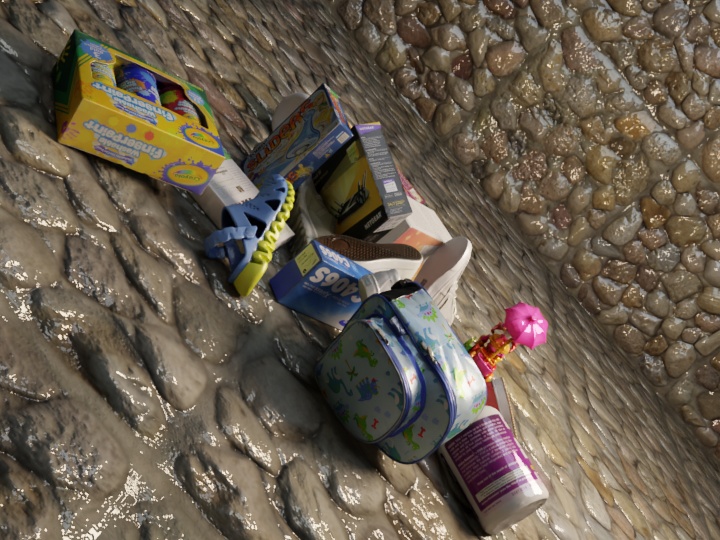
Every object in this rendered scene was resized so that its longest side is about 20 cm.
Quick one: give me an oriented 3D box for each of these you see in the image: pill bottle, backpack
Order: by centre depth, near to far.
[{"bbox_3d":[0.047,0.144,1.084,0.146,0.183,0.201,-23,70,-47],"label":"backpack"},{"bbox_3d":[0.182,0.274,1.239,0.112,0.112,0.201,19,36,-57],"label":"pill bottle"},{"bbox_3d":[-0.084,-0.278,1.707,0.199,0.109,0.110,21,33,-55],"label":"pill bottle"}]

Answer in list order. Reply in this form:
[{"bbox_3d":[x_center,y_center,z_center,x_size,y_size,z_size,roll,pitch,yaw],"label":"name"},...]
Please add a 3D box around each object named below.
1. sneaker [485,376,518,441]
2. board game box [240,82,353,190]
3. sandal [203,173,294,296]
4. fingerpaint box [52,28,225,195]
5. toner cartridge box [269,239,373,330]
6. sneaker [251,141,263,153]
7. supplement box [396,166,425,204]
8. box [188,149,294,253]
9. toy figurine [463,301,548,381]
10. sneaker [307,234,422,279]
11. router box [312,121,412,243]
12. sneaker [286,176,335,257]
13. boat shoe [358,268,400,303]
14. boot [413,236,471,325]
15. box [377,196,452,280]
[{"bbox_3d":[0.202,0.274,1.386,0.071,0.111,0.202,-95,171,-65],"label":"sneaker"},{"bbox_3d":[-0.106,-0.193,1.340,0.034,0.200,0.136,36,21,-36],"label":"board game box"},{"bbox_3d":[-0.149,-0.064,1.125,0.086,0.080,0.201,31,45,-14],"label":"sandal"},{"bbox_3d":[-0.288,-0.205,1.086,0.198,0.073,0.168,20,33,-36],"label":"fingerpaint box"},{"bbox_3d":[-0.034,0.032,1.239,0.199,0.095,0.043,27,29,-48],"label":"toner cartridge box"},{"bbox_3d":[-0.115,-0.153,1.484,0.199,0.076,0.079,38,-6,-18],"label":"sneaker"},{"bbox_3d":[0.048,-0.152,1.778,0.131,0.103,0.200,49,19,1],"label":"supplement box"},{"bbox_3d":[-0.192,-0.107,1.237,0.201,0.036,0.144,51,18,0],"label":"box"},{"bbox_3d":[0.285,0.139,1.633,0.151,0.184,0.200,50,17,4],"label":"toy figurine"},{"bbox_3d":[0.000,0.000,1.309,0.198,0.085,0.073,7,36,-27],"label":"sneaker"},{"bbox_3d":[-0.007,-0.123,1.358,0.052,0.200,0.159,-13,77,-31],"label":"router box"},{"bbox_3d":[-0.081,-0.083,1.374,0.081,0.075,0.202,16,46,-32],"label":"sneaker"},{"bbox_3d":[0.047,0.086,1.234,0.072,0.068,0.202,-125,-161,-63],"label":"boat shoe"},{"bbox_3d":[0.145,0.039,1.497,0.095,0.200,0.074,40,2,-36],"label":"boot"},{"bbox_3d":[0.061,-0.047,1.523,0.199,0.152,0.107,19,35,-56],"label":"box"}]
